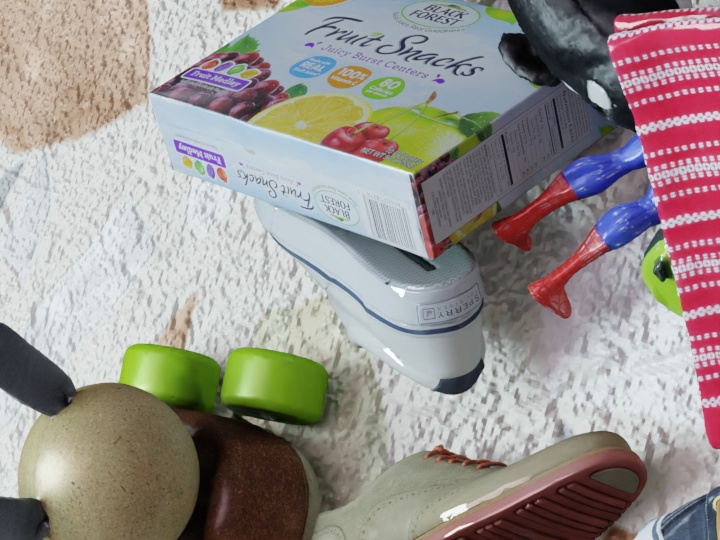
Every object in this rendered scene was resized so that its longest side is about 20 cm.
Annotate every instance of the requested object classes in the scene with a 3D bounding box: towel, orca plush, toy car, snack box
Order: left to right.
[{"bbox_3d":[-0.132,0.105,1.128,0.157,0.199,0.165,0,74,42],"label":"toy car"},{"bbox_3d":[0.012,-0.082,1.115,0.142,0.053,0.199,-34,36,-31],"label":"snack box"},{"bbox_3d":[0.098,-0.156,1.019,0.105,0.071,0.201,-15,68,17],"label":"orca plush"},{"bbox_3d":[0.182,-0.013,0.923,0.144,0.022,0.201,1,116,40],"label":"towel"}]

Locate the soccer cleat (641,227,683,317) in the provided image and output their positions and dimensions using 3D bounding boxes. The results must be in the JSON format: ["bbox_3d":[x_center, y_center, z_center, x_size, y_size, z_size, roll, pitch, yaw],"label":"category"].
[{"bbox_3d":[0.205,-0.032,0.971,0.200,0.068,0.081,-30,16,47],"label":"soccer cleat"}]

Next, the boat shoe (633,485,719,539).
[{"bbox_3d":[0.178,0.168,0.909,0.091,0.071,0.201,-39,51,28],"label":"boat shoe"}]

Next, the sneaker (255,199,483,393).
[{"bbox_3d":[0.000,0.000,1.129,0.200,0.073,0.071,-132,32,-57],"label":"sneaker"}]

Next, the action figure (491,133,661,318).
[{"bbox_3d":[0.155,-0.060,1.032,0.200,0.052,0.066,-39,57,19],"label":"action figure"}]

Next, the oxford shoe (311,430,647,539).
[{"bbox_3d":[0.045,0.109,1.057,0.199,0.070,0.075,-28,52,31],"label":"oxford shoe"}]

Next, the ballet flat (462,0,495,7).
[{"bbox_3d":[0.081,-0.164,1.137,0.200,0.067,0.071,25,116,45],"label":"ballet flat"}]
